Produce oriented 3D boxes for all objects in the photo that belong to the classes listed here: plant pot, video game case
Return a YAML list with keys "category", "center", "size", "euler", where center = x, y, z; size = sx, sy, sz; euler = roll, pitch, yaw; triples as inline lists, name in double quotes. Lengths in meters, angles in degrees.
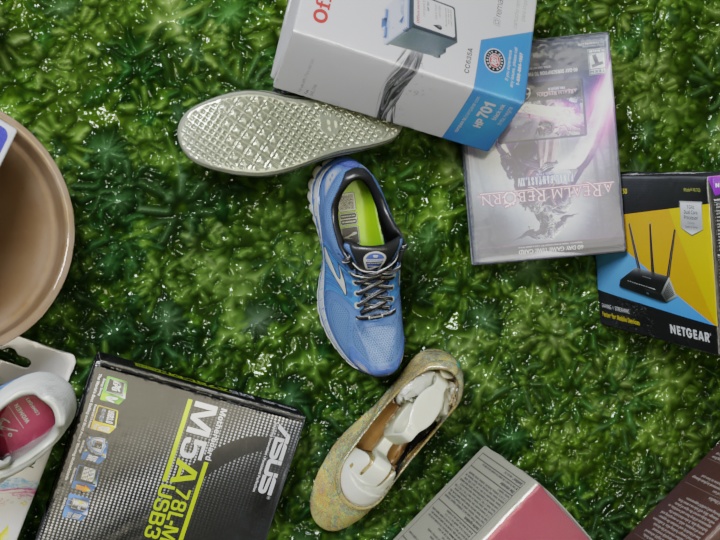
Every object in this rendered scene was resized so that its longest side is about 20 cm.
- category: "plant pot"
  center: [-0.335, -0.032, 0.872]
  size: [0.200, 0.093, 0.202]
  euler: [2, 86, -32]
- category: "video game case"
  center: [0.164, -0.111, 1.021]
  size: [0.142, 0.019, 0.201]
  euler: [-5, 91, 5]

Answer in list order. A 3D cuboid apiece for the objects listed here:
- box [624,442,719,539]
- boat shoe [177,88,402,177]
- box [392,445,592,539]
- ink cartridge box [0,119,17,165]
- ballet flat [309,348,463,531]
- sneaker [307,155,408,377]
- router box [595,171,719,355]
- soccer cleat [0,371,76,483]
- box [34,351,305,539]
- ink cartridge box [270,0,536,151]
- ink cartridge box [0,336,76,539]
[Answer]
- category: "box"
  center: [0.340, 0.261, 1.086]
  size: [0.200, 0.100, 0.075]
  euler: [-41, 104, -8]
- category: "boat shoe"
  center: [-0.061, -0.123, 0.966]
  size: [0.199, 0.062, 0.075]
  euler: [-11, 97, -19]
- category: "box"
  center: [0.101, 0.280, 1.016]
  size: [0.200, 0.128, 0.109]
  euler: [-45, 105, -7]
- category: "ink cartridge box"
  center: [-0.366, -0.061, 0.761]
  size: [0.197, 0.047, 0.201]
  euler: [34, 70, -37]
- category: "ballet flat"
  center: [0.026, 0.157, 1.016]
  size: [0.071, 0.071, 0.200]
  euler: [40, 85, -15]
- category: "sneaker"
  center: [0.000, 0.000, 0.981]
  size: [0.078, 0.089, 0.201]
  euler: [-15, 99, -12]
- category: "router box"
  center: [0.278, -0.014, 0.999]
  size: [0.051, 0.200, 0.150]
  euler: [-7, 96, -16]
- category: "soccer cleat"
  center: [-0.306, 0.144, 0.841]
  size: [0.200, 0.086, 0.070]
  euler: [-36, 103, -9]
- category: "box"
  center: [-0.169, 0.193, 0.976]
  size: [0.192, 0.048, 0.201]
  euler: [19, 91, -15]
- category: "ink cartridge box"
  center: [0.040, -0.205, 0.941]
  size: [0.199, 0.086, 0.147]
  euler: [15, 64, -12]
- category: "ink cartridge box"
  center: [-0.321, 0.151, 0.919]
  size: [0.115, 0.068, 0.201]
  euler: [21, 89, -16]
